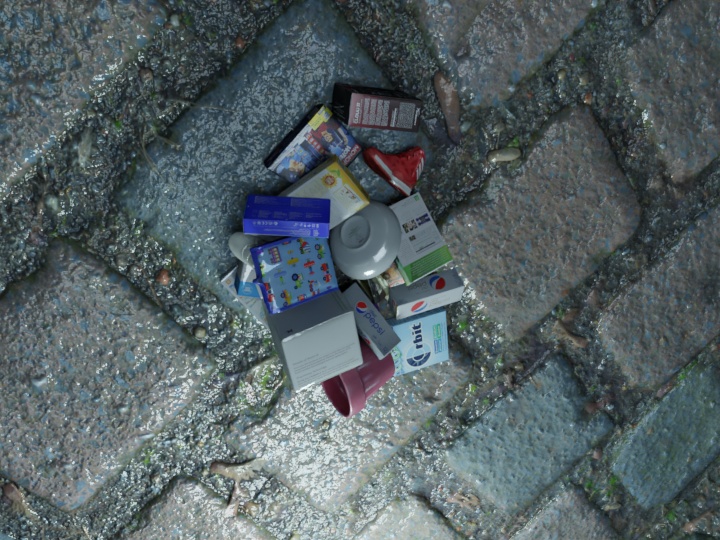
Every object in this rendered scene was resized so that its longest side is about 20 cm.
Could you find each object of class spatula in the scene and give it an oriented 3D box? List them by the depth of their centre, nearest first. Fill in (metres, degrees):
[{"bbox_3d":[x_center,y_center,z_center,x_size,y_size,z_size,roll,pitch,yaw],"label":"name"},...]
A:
[{"bbox_3d":[0.009,0.057,1.647,0.020,0.057,0.202,-20,117,26],"label":"spatula"}]

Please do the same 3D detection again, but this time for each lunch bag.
[{"bbox_3d":[-0.161,0.001,1.381,0.197,0.093,0.155,-21,100,-42],"label":"lunch bag"}]

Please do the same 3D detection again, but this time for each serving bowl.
[{"bbox_3d":[0.001,-0.085,1.485,0.201,0.200,0.066,-48,152,7],"label":"serving bowl"}]

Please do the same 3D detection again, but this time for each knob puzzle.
[{"bbox_3d":[0.122,0.020,1.621,0.212,0.031,0.223,3,134,3],"label":"knob puzzle"}]

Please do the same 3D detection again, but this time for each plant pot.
[{"bbox_3d":[-0.008,0.275,1.663,0.176,0.199,0.205,-24,120,-24],"label":"plant pot"}]

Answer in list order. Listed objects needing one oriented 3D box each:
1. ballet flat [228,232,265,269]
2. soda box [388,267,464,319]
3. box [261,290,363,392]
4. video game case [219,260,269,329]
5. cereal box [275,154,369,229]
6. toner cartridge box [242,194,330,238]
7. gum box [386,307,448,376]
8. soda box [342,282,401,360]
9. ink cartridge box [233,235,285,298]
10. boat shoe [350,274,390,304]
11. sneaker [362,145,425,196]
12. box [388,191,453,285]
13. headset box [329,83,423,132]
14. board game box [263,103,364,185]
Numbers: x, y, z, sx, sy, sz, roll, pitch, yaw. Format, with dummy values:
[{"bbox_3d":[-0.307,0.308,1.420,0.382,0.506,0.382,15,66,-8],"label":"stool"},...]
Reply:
[{"bbox_3d":[-0.224,-0.017,1.411,0.070,0.070,0.199,-45,120,5],"label":"ballet flat"},{"bbox_3d":[0.173,0.062,1.592,0.195,0.065,0.069,-15,145,-13],"label":"soda box"},{"bbox_3d":[-0.124,0.153,1.529,0.195,0.199,0.175,-21,124,-14],"label":"box"},{"bbox_3d":[-0.234,0.031,1.557,0.181,0.022,0.201,-41,120,1],"label":"video game case"},{"bbox_3d":[-0.094,-0.166,1.436,0.197,0.040,0.144,-29,127,21],"label":"cereal box"},{"bbox_3d":[-0.166,-0.125,1.378,0.193,0.096,0.044,3,130,-3],"label":"toner cartridge box"},{"bbox_3d":[0.160,0.208,1.766,0.194,0.045,0.174,-14,117,-12],"label":"gum box"},{"bbox_3d":[0.019,0.136,1.603,0.068,0.064,0.201,-37,82,-19],"label":"soda box"},{"bbox_3d":[-0.235,-0.038,1.475,0.113,0.068,0.205,7,110,-23],"label":"ink cartridge box"},{"bbox_3d":[0.000,0.001,1.570,0.066,0.071,0.202,-45,103,-22],"label":"boat shoe"},{"bbox_3d":[0.089,-0.282,1.500,0.117,0.078,0.199,-56,142,-1],"label":"sneaker"},{"bbox_3d":[0.135,-0.083,1.551,0.142,0.036,0.204,-25,84,-20],"label":"box"},{"bbox_3d":[0.026,-0.380,1.393,0.194,0.149,0.077,0,114,-21],"label":"headset box"},{"bbox_3d":[-0.097,-0.260,1.453,0.200,0.062,0.199,-45,121,4],"label":"board game box"}]
